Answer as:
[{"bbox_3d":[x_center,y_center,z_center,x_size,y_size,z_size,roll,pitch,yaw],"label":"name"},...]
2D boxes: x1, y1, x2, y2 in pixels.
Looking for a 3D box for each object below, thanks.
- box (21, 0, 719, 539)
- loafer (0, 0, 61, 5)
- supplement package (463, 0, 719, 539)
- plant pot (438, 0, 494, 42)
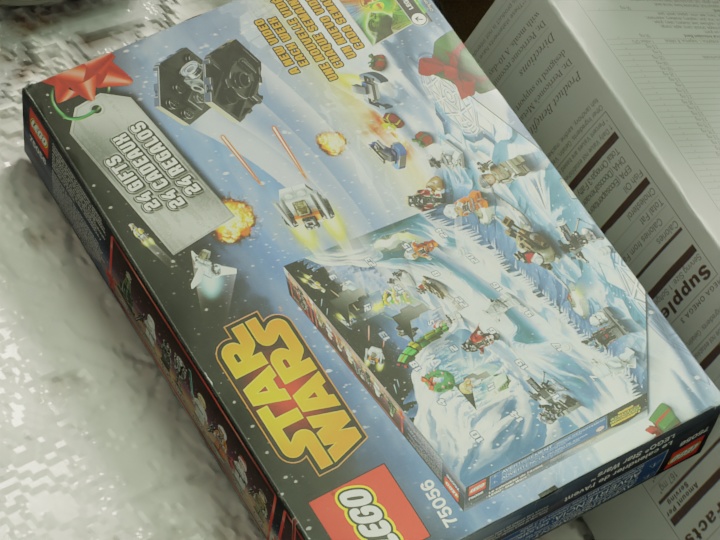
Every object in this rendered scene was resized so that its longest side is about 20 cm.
[{"bbox_3d":[0.000,0.000,0.742,0.137,0.040,0.200,-24,65,-20],"label":"box"},{"bbox_3d":[-0.138,-0.131,0.789,0.200,0.070,0.070,-8,55,-43],"label":"loafer"},{"bbox_3d":[0.113,0.004,0.812,0.114,0.110,0.200,-4,52,-40],"label":"supplement package"},{"bbox_3d":[0.122,-0.101,0.998,0.200,0.027,0.200,21,40,-18],"label":"plant pot"}]
